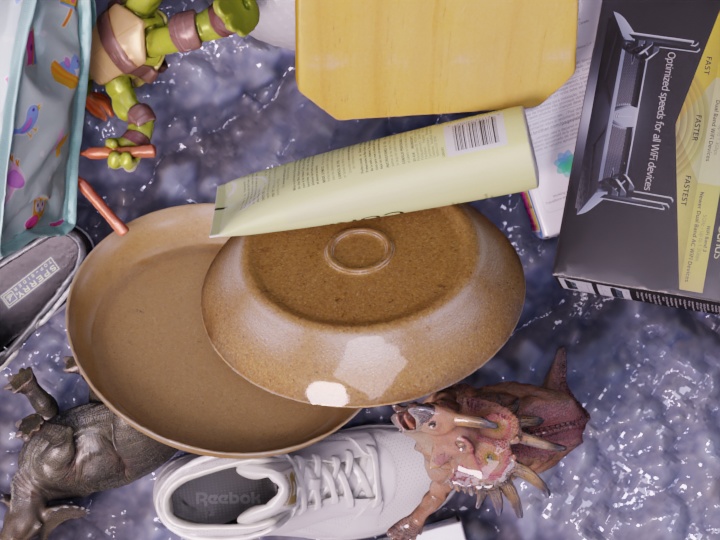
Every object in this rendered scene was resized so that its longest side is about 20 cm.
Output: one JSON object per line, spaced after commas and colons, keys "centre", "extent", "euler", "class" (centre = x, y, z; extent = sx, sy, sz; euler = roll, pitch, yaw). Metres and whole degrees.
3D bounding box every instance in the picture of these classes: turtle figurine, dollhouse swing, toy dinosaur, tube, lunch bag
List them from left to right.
{"centre": [-0.252, -0.127, 1.476], "extent": [0.169, 0.122, 0.202], "euler": [11, 104, 19], "class": "lunch bag"}
{"centre": [-0.161, 0.103, 1.541], "extent": [0.199, 0.077, 0.103], "euler": [-32, 129, -12], "class": "toy dinosaur"}
{"centre": [-0.137, -0.136, 1.524], "extent": [0.161, 0.064, 0.201], "euler": [-29, 76, 31], "class": "turtle figurine"}
{"centre": [0.007, -0.055, 1.483], "extent": [0.198, 0.058, 0.052], "euler": [-11, 73, 5], "class": "tube"}
{"centre": [0.039, -0.218, 1.474], "extent": [0.198, 0.177, 0.183], "euler": [-5, 50, -5], "class": "dollhouse swing"}
{"centre": [0.089, 0.099, 1.487], "extent": [0.199, 0.135, 0.086], "euler": [-22, 90, -40], "class": "toy dinosaur"}

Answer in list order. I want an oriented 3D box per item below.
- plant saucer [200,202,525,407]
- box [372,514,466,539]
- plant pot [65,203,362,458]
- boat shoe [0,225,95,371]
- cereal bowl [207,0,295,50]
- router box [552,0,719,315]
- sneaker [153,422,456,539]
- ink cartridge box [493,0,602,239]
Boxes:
{"centre": [0.000, 0.000, 1.486], "extent": [0.198, 0.201, 0.036], "euler": [-7, 132, -1], "class": "plant saucer"}
{"centre": [-0.012, 0.257, 1.557], "extent": [0.198, 0.041, 0.157], "euler": [-15, 91, -2], "class": "box"}
{"centre": [-0.082, 0.040, 1.506], "extent": [0.198, 0.028, 0.201], "euler": [6, 48, -7], "class": "plant pot"}
{"centre": [-0.246, 0.044, 1.534], "extent": [0.199, 0.068, 0.074], "euler": [-35, 91, -1], "class": "boat shoe"}
{"centre": [-0.026, -0.239, 1.529], "extent": [0.198, 0.083, 0.202], "euler": [0, 90, 0], "class": "cereal bowl"}
{"centre": [0.207, -0.077, 1.449], "extent": [0.156, 0.052, 0.202], "euler": [10, 83, 11], "class": "router box"}
{"centre": [-0.030, 0.137, 1.518], "extent": [0.198, 0.116, 0.074], "euler": [-8, 89, -3], "class": "sneaker"}
{"centre": [0.141, -0.136, 1.536], "extent": [0.135, 0.076, 0.201], "euler": [-19, 93, -3], "class": "ink cartridge box"}
